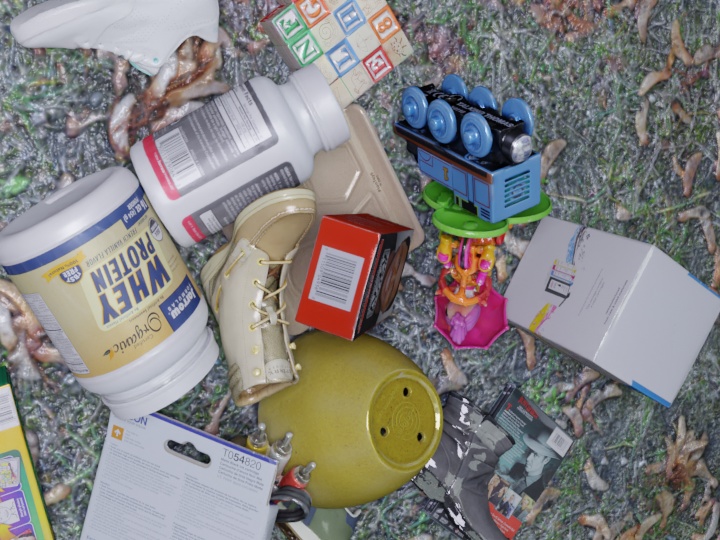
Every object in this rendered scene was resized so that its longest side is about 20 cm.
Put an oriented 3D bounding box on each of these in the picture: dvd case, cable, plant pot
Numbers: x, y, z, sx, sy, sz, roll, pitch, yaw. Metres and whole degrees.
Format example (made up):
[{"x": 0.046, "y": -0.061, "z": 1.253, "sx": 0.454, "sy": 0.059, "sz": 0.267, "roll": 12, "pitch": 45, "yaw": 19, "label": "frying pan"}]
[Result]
[{"x": 0.187, "y": 0.270, "z": 1.127, "sx": 0.145, "sy": 0.022, "sz": 0.202, "roll": 39, "pitch": 84, "yaw": -27, "label": "dvd case"}, {"x": -0.111, "y": 0.246, "z": 0.904, "sx": 0.097, "sy": 0.201, "sz": 0.050, "roll": 38, "pitch": 39, "yaw": 1, "label": "cable"}, {"x": 0.007, "y": 0.160, "z": 0.915, "sx": 0.197, "sy": 0.141, "sz": 0.205, "roll": 5, "pitch": 81, "yaw": -34, "label": "plant pot"}]

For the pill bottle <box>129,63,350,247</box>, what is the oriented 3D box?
[{"x": -0.113, "y": -0.117, "z": 0.825, "sx": 0.197, "sy": 0.111, "sz": 0.112, "roll": -29, "pitch": 112, "yaw": -3, "label": "pill bottle"}]

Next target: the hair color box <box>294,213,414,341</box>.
[{"x": 0.000, "y": 0.000, "z": 0.846, "sx": 0.060, "sy": 0.200, "sz": 0.104, "roll": 17, "pitch": 98, "yaw": 10, "label": "hair color box"}]

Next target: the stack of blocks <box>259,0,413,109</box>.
[{"x": -0.046, "y": -0.277, "z": 0.873, "sx": 0.114, "sy": 0.058, "sz": 0.202, "roll": -38, "pitch": 114, "yaw": -8, "label": "stack of blocks"}]

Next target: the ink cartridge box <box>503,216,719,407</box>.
[{"x": 0.295, "y": 0.044, "z": 1.033, "sx": 0.146, "sy": 0.199, "sz": 0.147, "roll": 28, "pitch": 90, "yaw": -28, "label": "ink cartridge box"}]

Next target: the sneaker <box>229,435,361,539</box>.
[{"x": -0.071, "y": 0.245, "z": 0.977, "sx": 0.090, "sy": 0.067, "sz": 0.202, "roll": -45, "pitch": 112, "yaw": -28, "label": "sneaker"}]

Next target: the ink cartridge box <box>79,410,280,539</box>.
[{"x": -0.184, "y": 0.251, "z": 0.864, "sx": 0.196, "sy": 0.041, "sz": 0.204, "roll": 18, "pitch": 97, "yaw": 15, "label": "ink cartridge box"}]

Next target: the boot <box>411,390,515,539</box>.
[{"x": 0.152, "y": 0.258, "z": 1.054, "sx": 0.132, "sy": 0.070, "sz": 0.200, "roll": -45, "pitch": 98, "yaw": -10, "label": "boot"}]

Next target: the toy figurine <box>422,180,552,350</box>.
[{"x": 0.130, "y": 0.010, "z": 0.973, "sx": 0.147, "sy": 0.200, "sz": 0.188, "roll": 10, "pitch": 114, "yaw": 16, "label": "toy figurine"}]

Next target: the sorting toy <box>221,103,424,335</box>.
[{"x": -0.045, "y": -0.056, "z": 0.942, "sx": 0.198, "sy": 0.036, "sz": 0.187, "roll": -34, "pitch": 113, "yaw": -11, "label": "sorting toy"}]

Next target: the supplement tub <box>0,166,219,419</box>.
[{"x": -0.231, "y": 0.022, "z": 0.801, "sx": 0.143, "sy": 0.144, "sz": 0.203, "roll": -33, "pitch": 113, "yaw": -16, "label": "supplement tub"}]

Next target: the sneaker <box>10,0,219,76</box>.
[{"x": -0.222, "y": -0.224, "z": 0.802, "sx": 0.197, "sy": 0.075, "sz": 0.090, "roll": -21, "pitch": 121, "yaw": -22, "label": "sneaker"}]

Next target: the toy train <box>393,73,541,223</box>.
[{"x": 0.111, "y": -0.135, "z": 0.915, "sx": 0.085, "sy": 0.199, "sz": 0.116, "roll": -21, "pitch": 124, "yaw": -26, "label": "toy train"}]

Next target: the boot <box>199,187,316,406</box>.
[{"x": -0.087, "y": 0.029, "z": 0.818, "sx": 0.072, "sy": 0.200, "sz": 0.158, "roll": 3, "pitch": 59, "yaw": -38, "label": "boot"}]

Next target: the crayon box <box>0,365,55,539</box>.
[{"x": -0.373, "y": 0.210, "z": 0.818, "sx": 0.117, "sy": 0.058, "sz": 0.205, "roll": -15, "pitch": 107, "yaw": -22, "label": "crayon box"}]
